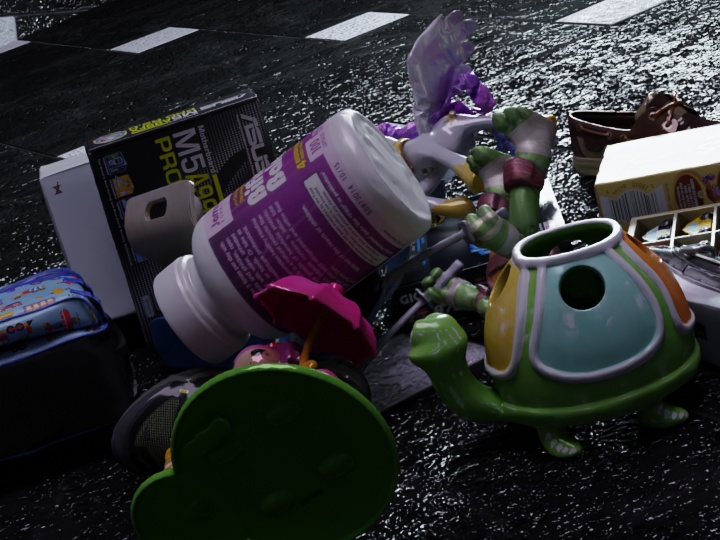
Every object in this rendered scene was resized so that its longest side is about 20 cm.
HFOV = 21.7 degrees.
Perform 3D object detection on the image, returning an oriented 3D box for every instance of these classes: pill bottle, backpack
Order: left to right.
[{"bbox_3d":[-0.284,0.079,1.556,0.181,0.136,0.200,-18,15,-9],"label":"backpack"},{"bbox_3d":[-0.054,-0.020,1.396,0.199,0.112,0.112,-36,14,14],"label":"pill bottle"}]

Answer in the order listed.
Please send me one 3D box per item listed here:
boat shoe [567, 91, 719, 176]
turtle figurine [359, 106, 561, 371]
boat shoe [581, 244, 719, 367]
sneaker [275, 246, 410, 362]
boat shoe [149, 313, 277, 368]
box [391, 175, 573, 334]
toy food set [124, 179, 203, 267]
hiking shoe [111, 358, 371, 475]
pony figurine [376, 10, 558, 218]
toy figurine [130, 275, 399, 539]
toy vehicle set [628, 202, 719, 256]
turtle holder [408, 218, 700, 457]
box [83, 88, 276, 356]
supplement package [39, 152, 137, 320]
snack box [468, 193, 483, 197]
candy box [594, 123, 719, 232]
[{"bbox_3d":[0.286,-0.135,1.796,0.199,0.073,0.072,0,24,41],"label":"boat shoe"},{"bbox_3d":[0.084,-0.028,1.467,0.198,0.144,0.195,-1,57,16],"label":"turtle figurine"},{"bbox_3d":[0.245,0.015,1.367,0.068,0.074,0.199,-30,29,-27],"label":"boat shoe"},{"bbox_3d":[0.000,0.000,1.495,0.201,0.078,0.089,-67,7,-33],"label":"sneaker"},{"bbox_3d":[-0.106,0.045,1.585,0.068,0.085,0.199,-27,23,-33],"label":"boat shoe"},{"bbox_3d":[0.104,-0.016,1.643,0.158,0.046,0.200,-15,18,5],"label":"box"},{"bbox_3d":[-0.090,-0.020,1.594,0.199,0.061,0.143,24,-16,-25],"label":"toy food set"},{"bbox_3d":[-0.091,0.114,1.378,0.198,0.076,0.101,-14,15,4],"label":"hiking shoe"},{"bbox_3d":[0.079,-0.123,1.706,0.199,0.168,0.193,19,42,39],"label":"pony figurine"},{"bbox_3d":[-0.058,0.088,1.288,0.199,0.150,0.185,-35,22,25],"label":"toy figurine"},{"bbox_3d":[0.273,-0.006,1.505,0.123,0.027,0.200,-10,19,16],"label":"toy vehicle set"},{"bbox_3d":[0.139,0.041,1.311,0.184,0.133,0.141,-6,21,27],"label":"turtle holder"},{"bbox_3d":[-0.143,-0.043,1.680,0.159,0.202,0.044,-17,18,-8],"label":"box"},{"bbox_3d":[-0.198,-0.055,1.803,0.190,0.148,0.200,-19,9,-7],"label":"supplement package"},{"bbox_3d":[0.044,-0.040,1.779,0.198,0.025,0.072,-15,6,4],"label":"snack box"},{"bbox_3d":[0.314,-0.087,1.663,0.198,0.057,0.117,-11,19,18],"label":"candy box"}]
